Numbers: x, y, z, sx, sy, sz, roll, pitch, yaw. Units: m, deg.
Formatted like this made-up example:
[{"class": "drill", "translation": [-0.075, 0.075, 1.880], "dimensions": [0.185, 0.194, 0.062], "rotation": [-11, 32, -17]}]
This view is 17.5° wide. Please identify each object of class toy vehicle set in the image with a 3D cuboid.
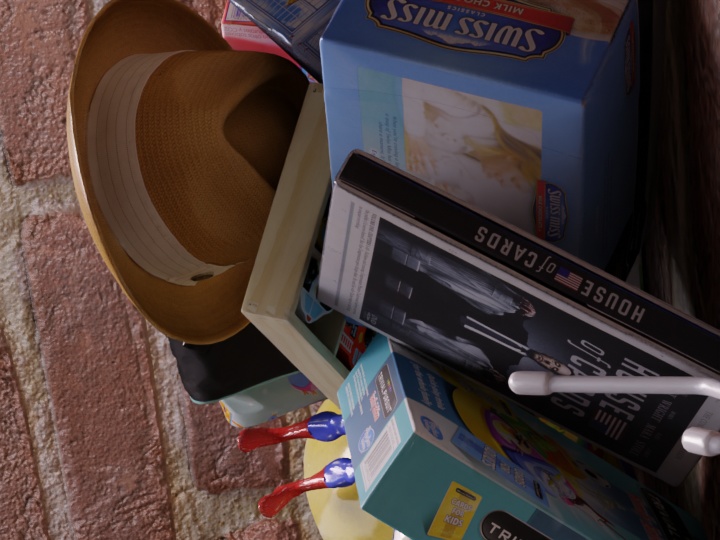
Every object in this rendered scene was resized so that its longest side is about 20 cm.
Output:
[{"class": "toy vehicle set", "translation": [0.000, 0.000, 1.226], "dimensions": [0.200, 0.026, 0.125], "rotation": [49, -126, -62]}]

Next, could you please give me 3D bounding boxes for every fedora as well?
[{"class": "fedora", "translation": [-0.069, -0.059, 1.206], "dimensions": [0.200, 0.081, 0.202], "rotation": [31, -127, -54]}]

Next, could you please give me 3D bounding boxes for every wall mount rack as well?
[{"class": "wall mount rack", "translation": [0.133, 0.108, 0.961], "dimensions": [0.174, 0.074, 0.202], "rotation": [-163, 65, -70]}]

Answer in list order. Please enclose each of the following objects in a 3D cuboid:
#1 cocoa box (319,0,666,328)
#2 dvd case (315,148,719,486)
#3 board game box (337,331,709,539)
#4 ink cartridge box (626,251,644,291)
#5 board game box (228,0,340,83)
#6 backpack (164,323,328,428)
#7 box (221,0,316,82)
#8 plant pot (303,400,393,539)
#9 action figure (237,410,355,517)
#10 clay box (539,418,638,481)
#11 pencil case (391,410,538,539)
[{"class": "cocoa box", "translation": [0.067, -0.067, 1.126], "dimensions": [0.201, 0.132, 0.132], "rotation": [85, -154, -48]}, {"class": "dvd case", "translation": [0.075, 0.025, 1.063], "dimensions": [0.025, 0.199, 0.150], "rotation": [-60, -7, -20]}, {"class": "board game box", "translation": [0.088, 0.116, 1.117], "dimensions": [0.047, 0.199, 0.151], "rotation": [-55, 14, 12]}, {"class": "ink cartridge box", "translation": [0.113, -0.035, 1.360], "dimensions": [0.200, 0.067, 0.118], "rotation": [-103, 6, -67]}, {"class": "board game box", "translation": [0.027, -0.155, 1.208], "dimensions": [0.199, 0.062, 0.201], "rotation": [11, -68, -56]}, {"class": "backpack", "translation": [-0.046, -0.015, 1.426], "dimensions": [0.201, 0.175, 0.154], "rotation": [-109, -3, -49]}, {"class": "box", "translation": [0.019, -0.152, 1.494], "dimensions": [0.095, 0.198, 0.103], "rotation": [85, -169, -49]}, {"class": "plant pot", "translation": [0.081, 0.107, 1.451], "dimensions": [0.142, 0.199, 0.201], "rotation": [124, 145, -48]}, {"class": "action figure", "translation": [0.009, 0.102, 1.348], "dimensions": [0.099, 0.199, 0.066], "rotation": [-24, -85, -61]}, {"class": "clay box", "translation": [0.093, 0.179, 1.297], "dimensions": [0.201, 0.047, 0.115], "rotation": [-63, -32, -26]}, {"class": "pencil case", "translation": [0.045, 0.140, 1.212], "dimensions": [0.090, 0.077, 0.201], "rotation": [75, -159, -52]}]
